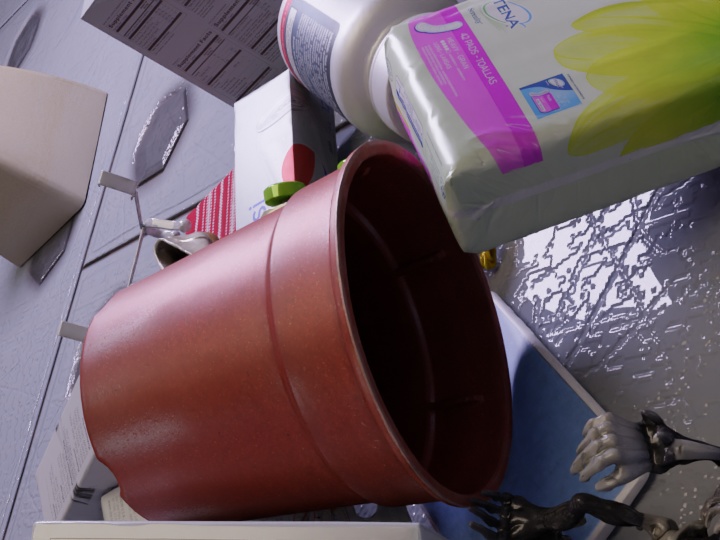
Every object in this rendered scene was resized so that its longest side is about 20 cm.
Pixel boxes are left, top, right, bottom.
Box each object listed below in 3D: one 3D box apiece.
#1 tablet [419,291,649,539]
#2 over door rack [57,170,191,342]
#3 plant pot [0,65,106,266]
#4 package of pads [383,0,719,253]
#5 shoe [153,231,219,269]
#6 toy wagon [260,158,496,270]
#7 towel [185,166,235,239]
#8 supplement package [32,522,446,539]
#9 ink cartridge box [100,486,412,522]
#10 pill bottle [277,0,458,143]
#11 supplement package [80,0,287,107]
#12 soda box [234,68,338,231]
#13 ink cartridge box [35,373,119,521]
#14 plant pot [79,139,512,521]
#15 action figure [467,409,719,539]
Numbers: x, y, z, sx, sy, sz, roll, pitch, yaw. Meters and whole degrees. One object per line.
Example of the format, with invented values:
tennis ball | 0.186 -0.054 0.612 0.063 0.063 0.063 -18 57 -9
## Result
tablet | 0.084 0.109 0.702 0.131 0.014 0.200 -57 32 13
over door rack | -0.209 0.012 1.094 0.200 0.065 0.150 79 -157 -78
plant pot | -0.482 -0.161 1.604 0.199 0.176 0.202 -32 43 40
package of pads | 0.122 -0.105 0.659 0.197 0.069 0.155 -18 41 -1
shoe | -0.125 0.032 1.013 0.070 0.053 0.200 -58 43 18
toy wagon | 0.000 0.000 0.823 0.198 0.039 0.158 -17 77 32
towel | -0.108 -0.048 1.100 0.199 0.022 0.146 -39 39 35
supplement package | -0.048 0.211 0.588 0.197 0.152 0.153 -3 71 16
ink cartridge box | -0.062 0.173 0.750 0.198 0.050 0.163 -27 49 4
pill bottle | 0.021 -0.165 0.895 0.121 0.119 0.200 -58 31 10
supplement package | -0.146 -0.291 1.161 0.150 0.198 0.153 -38 39 35
soda box | -0.059 -0.059 0.962 0.068 0.063 0.203 -24 54 30
ink cartridge box | -0.160 0.136 0.844 0.201 0.114 0.067 -57 43 36
plant pot | -0.042 0.054 0.675 0.193 0.201 0.203 -18 50 25
action figure | 0.135 0.128 0.525 0.199 0.101 0.121 -26 62 46
